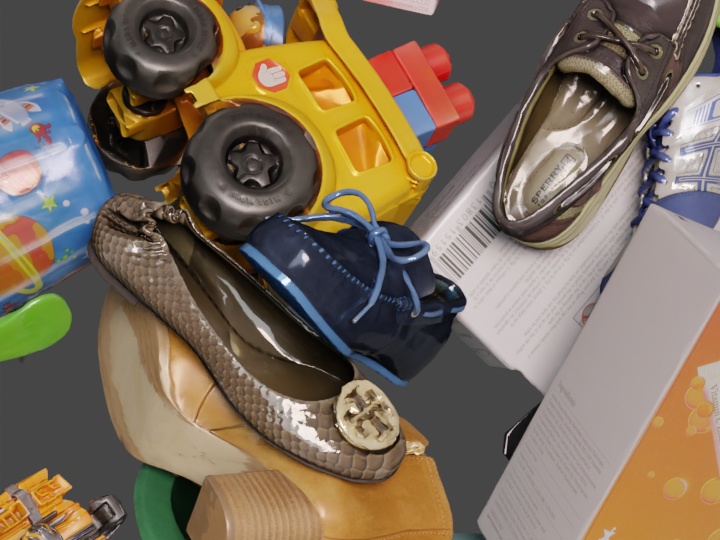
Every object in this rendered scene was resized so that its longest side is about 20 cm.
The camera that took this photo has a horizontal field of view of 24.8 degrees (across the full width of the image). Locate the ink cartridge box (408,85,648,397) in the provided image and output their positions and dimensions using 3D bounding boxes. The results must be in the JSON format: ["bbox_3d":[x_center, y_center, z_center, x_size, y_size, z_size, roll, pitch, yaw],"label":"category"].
[{"bbox_3d":[0.140,-0.020,0.945,0.174,0.044,0.200,44,78,-14],"label":"ink cartridge box"}]

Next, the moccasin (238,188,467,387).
[{"bbox_3d":[0.000,0.000,0.809,0.068,0.200,0.080,-45,71,3],"label":"moccasin"}]

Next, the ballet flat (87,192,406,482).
[{"bbox_3d":[-0.054,0.028,0.809,0.200,0.046,0.067,41,35,12],"label":"ballet flat"}]

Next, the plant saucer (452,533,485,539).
[{"bbox_3d":[0.060,0.243,0.887,0.199,0.036,0.201,1,77,-2],"label":"plant saucer"}]

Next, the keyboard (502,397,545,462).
[{"bbox_3d":[0.183,0.073,0.913,0.200,0.040,0.104,-40,102,-8],"label":"keyboard"}]

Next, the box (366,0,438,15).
[{"bbox_3d":[-0.041,-0.220,0.919,0.199,0.103,0.095,13,115,3],"label":"box"}]

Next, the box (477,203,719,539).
[{"bbox_3d":[0.167,0.088,0.833,0.124,0.098,0.201,20,107,-22],"label":"box"}]

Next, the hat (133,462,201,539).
[{"bbox_3d":[-0.067,0.196,0.890,0.199,0.166,0.177,21,120,4],"label":"hat"}]

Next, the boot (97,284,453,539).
[{"bbox_3d":[-0.046,0.078,0.859,0.143,0.071,0.201,2,39,-36],"label":"boot"}]

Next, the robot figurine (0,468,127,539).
[{"bbox_3d":[-0.196,0.164,0.797,0.058,0.200,0.145,51,43,7],"label":"robot figurine"}]

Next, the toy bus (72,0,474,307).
[{"bbox_3d":[-0.042,-0.092,0.914,0.191,0.136,0.201,-28,78,-22],"label":"toy bus"}]

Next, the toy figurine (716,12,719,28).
[{"bbox_3d":[0.184,-0.255,0.885,0.149,0.185,0.200,-23,48,-12],"label":"toy figurine"}]

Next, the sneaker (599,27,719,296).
[{"bbox_3d":[0.180,-0.061,0.905,0.088,0.075,0.200,42,69,-6],"label":"sneaker"}]

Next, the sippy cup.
[{"bbox_3d":[-0.200,-0.036,0.880,0.130,0.140,0.179,-23,86,-7],"label":"sippy cup"}]

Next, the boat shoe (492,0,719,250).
[{"bbox_3d":[0.131,-0.101,0.856,0.073,0.065,0.201,27,98,12],"label":"boat shoe"}]
